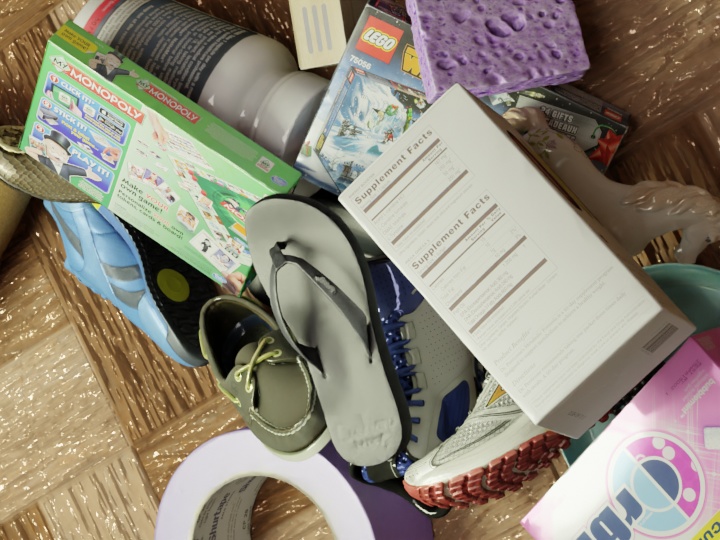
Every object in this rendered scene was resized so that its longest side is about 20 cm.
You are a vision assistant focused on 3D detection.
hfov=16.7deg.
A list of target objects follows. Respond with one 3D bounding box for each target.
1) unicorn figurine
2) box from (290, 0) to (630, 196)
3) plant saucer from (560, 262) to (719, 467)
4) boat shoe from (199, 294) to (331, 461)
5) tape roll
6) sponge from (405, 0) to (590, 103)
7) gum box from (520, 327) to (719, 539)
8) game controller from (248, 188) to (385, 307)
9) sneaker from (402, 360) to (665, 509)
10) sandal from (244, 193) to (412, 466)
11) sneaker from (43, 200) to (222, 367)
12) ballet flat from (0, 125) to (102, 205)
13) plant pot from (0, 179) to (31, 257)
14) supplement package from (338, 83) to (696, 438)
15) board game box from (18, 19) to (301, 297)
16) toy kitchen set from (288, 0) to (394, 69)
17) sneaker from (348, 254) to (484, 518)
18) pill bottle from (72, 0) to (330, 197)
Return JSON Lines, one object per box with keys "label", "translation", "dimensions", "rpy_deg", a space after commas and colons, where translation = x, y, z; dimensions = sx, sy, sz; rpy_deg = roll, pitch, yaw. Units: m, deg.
{"label": "unicorn figurine", "translation": [0.154, -0.034, 1.648], "dimensions": [0.200, 0.074, 0.137], "rpy_deg": [42, 101, 3]}
{"label": "box", "translation": [0.069, -0.089, 1.713], "dimensions": [0.200, 0.040, 0.137], "rpy_deg": [26, 111, 0]}
{"label": "plant saucer", "translation": [0.227, 0.092, 1.697], "dimensions": [0.200, 0.027, 0.200], "rpy_deg": [5, 99, 31]}
{"label": "boat shoe", "translation": [-0.069, 0.075, 1.784], "dimensions": [0.072, 0.060, 0.202], "rpy_deg": [-45, 28, 2]}
{"label": "tape roll", "translation": [-0.050, 0.210, 1.845], "dimensions": [0.200, 0.085, 0.200], "rpy_deg": [4, 98, 30]}
{"label": "sponge", "translation": [0.081, -0.217, 1.677], "dimensions": [0.112, 0.030, 0.200], "rpy_deg": [-9, 76, -10]}
{"label": "gum box", "translation": [0.217, 0.140, 1.655], "dimensions": [0.114, 0.066, 0.200], "rpy_deg": [48, 117, 17]}
{"label": "game controller", "translation": [0.000, 0.000, 1.817], "dimensions": [0.200, 0.042, 0.104], "rpy_deg": [18, 121, 27]}
{"label": "sneaker", "translation": [0.111, 0.091, 1.684], "dimensions": [0.200, 0.078, 0.082], "rpy_deg": [-36, 67, -5]}
{"label": "sandal", "translation": [-0.021, 0.037, 1.676], "dimensions": [0.076, 0.043, 0.200], "rpy_deg": [-28, 84, 27]}
{"label": "sneaker", "translation": [-0.178, 0.001, 1.905], "dimensions": [0.078, 0.066, 0.200], "rpy_deg": [-46, 72, 35]}
{"label": "ballet flat", "translation": [-0.190, -0.071, 1.854], "dimensions": [0.200, 0.067, 0.046], "rpy_deg": [22, 129, -10]}
{"label": "plant pot", "translation": [-0.360, -0.031, 1.953], "dimensions": [0.200, 0.186, 0.186], "rpy_deg": [-41, 76, 15]}
{"label": "supplement package", "translation": [0.101, -0.005, 1.573], "dimensions": [0.110, 0.114, 0.200], "rpy_deg": [-43, 72, 8]}
{"label": "board game box", "translation": [-0.147, -0.078, 1.764], "dimensions": [0.200, 0.029, 0.135], "rpy_deg": [34, 143, 5]}
{"label": "toy kitchen set", "translation": [-0.107, -0.224, 1.770], "dimensions": [0.200, 0.163, 0.181], "rpy_deg": [-8, 93, 32]}
{"label": "sneaker", "translation": [0.037, 0.090, 1.733], "dimensions": [0.081, 0.115, 0.199], "rpy_deg": [-14, 104, 36]}
{"label": "pill bottle", "translation": [-0.114, -0.127, 1.812], "dimensions": [0.200, 0.120, 0.120], "rpy_deg": [23, 108, 26]}
